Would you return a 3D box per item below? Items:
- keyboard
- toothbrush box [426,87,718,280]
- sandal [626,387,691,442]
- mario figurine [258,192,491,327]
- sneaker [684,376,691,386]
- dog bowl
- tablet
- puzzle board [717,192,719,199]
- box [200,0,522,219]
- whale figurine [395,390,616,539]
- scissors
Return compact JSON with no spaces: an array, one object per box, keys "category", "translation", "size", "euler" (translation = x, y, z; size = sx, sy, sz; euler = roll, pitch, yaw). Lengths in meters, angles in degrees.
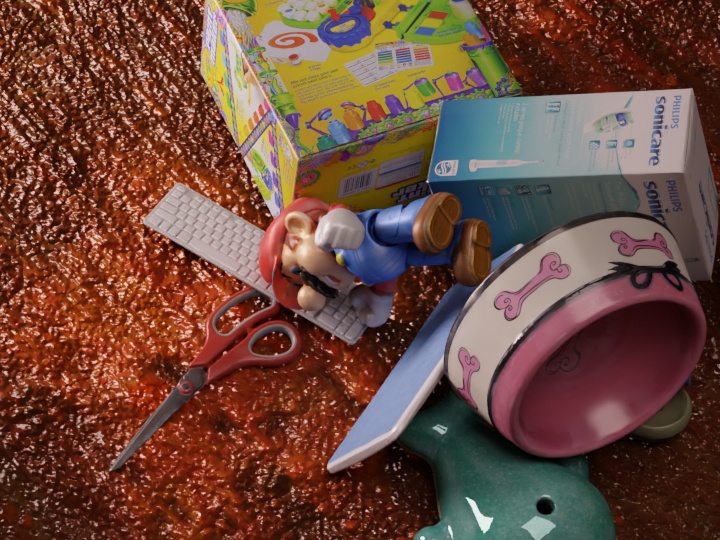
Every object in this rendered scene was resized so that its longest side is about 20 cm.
[{"category":"keyboard","translation":[-0.078,-0.006,1.607],"size":[0.200,0.011,0.056],"euler":[30,43,9]},{"category":"toothbrush box","translation":[0.169,-0.062,1.548],"size":[0.200,0.146,0.085],"euler":[-1,55,20]},{"category":"sandal","translation":[0.171,0.073,1.579],"size":[0.201,0.057,0.080],"euler":[18,59,2]},{"category":"mario figurine","translation":[0.000,0.000,1.520],"size":[0.106,0.200,0.124],"euler":[-38,113,-43]},{"category":"sneaker","translation":[0.221,0.014,1.612],"size":[0.078,0.070,0.200],"euler":[-9,50,5]},{"category":"dog bowl","translation":[0.164,0.055,1.449],"size":[0.200,0.200,0.074],"euler":[-18,50,-18]},{"category":"tablet","translation":[0.052,0.068,1.525],"size":[0.014,0.130,0.200],"euler":[40,61,-8]},{"category":"puzzle board","translation":[0.374,0.020,1.602],"size":[0.017,0.151,0.200],"euler":[-42,67,17]},{"category":"box","translation":[-0.004,-0.158,1.645],"size":[0.200,0.122,0.193],"euler":[-18,62,-17]},{"category":"whale figurine","translation":[0.107,0.168,1.487],"size":[0.159,0.104,0.200],"euler":[-25,66,-21]},{"category":"scissors","translation":[-0.133,0.081,1.557],"size":[0.200,0.014,0.073],"euler":[-33,72,-23]}]
